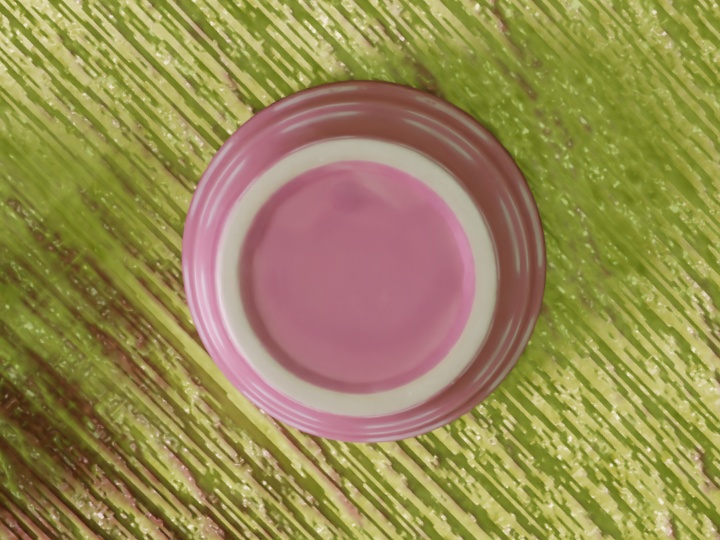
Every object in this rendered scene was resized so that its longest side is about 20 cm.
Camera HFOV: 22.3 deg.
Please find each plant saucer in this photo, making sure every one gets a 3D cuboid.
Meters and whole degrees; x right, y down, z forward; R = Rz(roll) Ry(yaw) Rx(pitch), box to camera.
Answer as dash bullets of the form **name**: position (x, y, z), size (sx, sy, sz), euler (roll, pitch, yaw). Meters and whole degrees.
- **plant saucer**: position (0.000, 0.000, 0.982), size (0.199, 0.051, 0.202), euler (1, 102, 6)
